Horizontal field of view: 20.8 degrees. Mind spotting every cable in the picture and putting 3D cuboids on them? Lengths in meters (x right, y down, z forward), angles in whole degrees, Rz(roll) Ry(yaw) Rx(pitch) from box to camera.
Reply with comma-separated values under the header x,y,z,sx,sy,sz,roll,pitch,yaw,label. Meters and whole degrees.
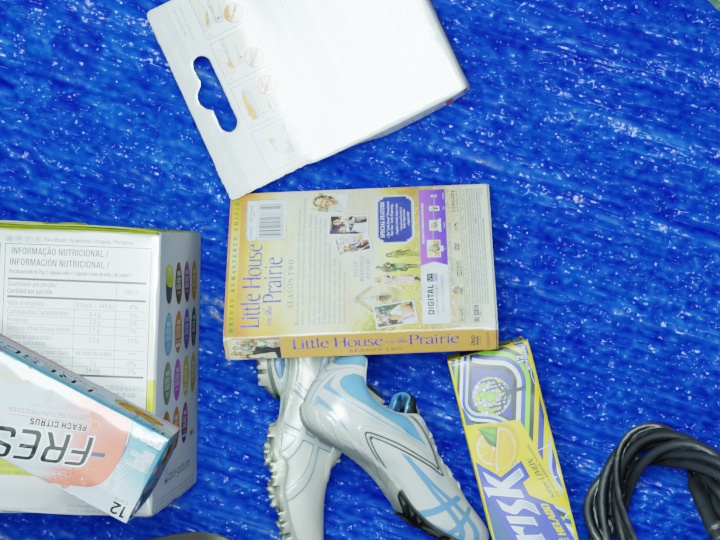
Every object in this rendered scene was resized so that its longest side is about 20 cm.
x,y,z,sx,sy,sz,roll,pitch,yaw,label
0.234,0.207,1.430,0.051,0.163,0.201,-4,75,-34,cable

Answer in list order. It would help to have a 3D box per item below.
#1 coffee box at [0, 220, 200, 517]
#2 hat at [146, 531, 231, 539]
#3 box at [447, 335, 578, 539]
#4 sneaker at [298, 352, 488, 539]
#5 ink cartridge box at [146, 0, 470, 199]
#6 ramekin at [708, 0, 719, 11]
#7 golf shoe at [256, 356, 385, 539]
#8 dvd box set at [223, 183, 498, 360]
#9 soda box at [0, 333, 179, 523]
x,y,z,sx,sy,sz,roll,pitch,yaw,label
-0.227,0.064,1.412,0.199,0.200,0.199,2,91,3,coffee box
-0.123,0.299,1.473,0.199,0.081,0.202,-2,78,8,hat
0.118,0.155,1.466,0.064,0.070,0.201,-15,90,2,box
0.037,0.140,1.444,0.073,0.072,0.200,-50,118,-13,sneaker
-0.038,-0.165,1.485,0.199,0.050,0.163,-25,91,10,ink cartridge box
0.327,-0.264,1.439,0.199,0.098,0.201,0,91,2,ramekin
-0.028,0.120,1.471,0.097,0.078,0.201,-4,92,-4,golf shoe
0.000,0.000,1.445,0.199,0.030,0.147,-3,48,2,dvd box set
-0.220,0.089,1.277,0.199,0.068,0.064,27,92,0,soda box
